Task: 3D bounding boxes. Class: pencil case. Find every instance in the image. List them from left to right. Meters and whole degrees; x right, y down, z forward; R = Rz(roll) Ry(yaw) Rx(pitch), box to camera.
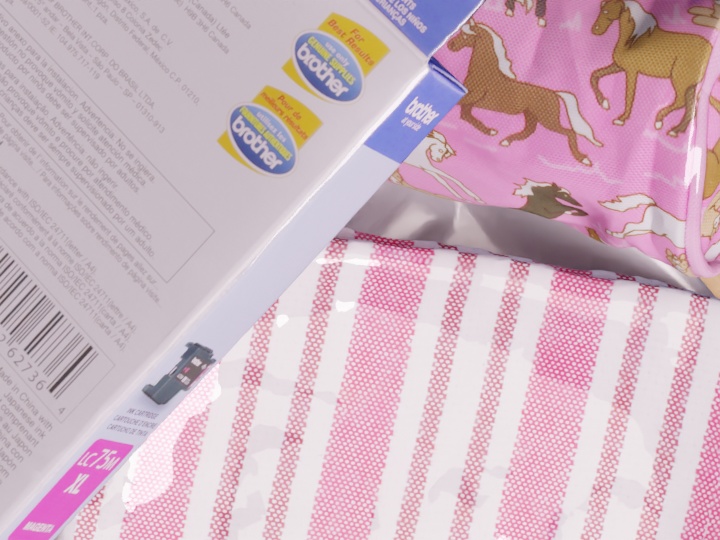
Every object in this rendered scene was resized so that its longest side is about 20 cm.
[{"bbox_3d":[0.017,-0.055,0.803,0.200,0.086,0.083,13,108,23],"label":"pencil case"}]

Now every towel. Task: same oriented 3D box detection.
[{"bbox_3d":[0.016,0.064,0.862,0.199,0.030,0.147,10,90,-3],"label":"towel"}]

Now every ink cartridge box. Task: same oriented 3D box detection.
[{"bbox_3d":[-0.061,-0.038,0.758,0.200,0.042,0.119,-48,70,9],"label":"ink cartridge box"}]

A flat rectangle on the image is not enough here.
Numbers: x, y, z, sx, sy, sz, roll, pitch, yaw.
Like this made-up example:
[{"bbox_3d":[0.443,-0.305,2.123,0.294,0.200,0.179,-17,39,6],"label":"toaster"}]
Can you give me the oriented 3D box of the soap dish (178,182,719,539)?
[{"bbox_3d":[0.000,0.000,0.915,0.157,0.081,0.200,-44,93,-1],"label":"soap dish"}]
